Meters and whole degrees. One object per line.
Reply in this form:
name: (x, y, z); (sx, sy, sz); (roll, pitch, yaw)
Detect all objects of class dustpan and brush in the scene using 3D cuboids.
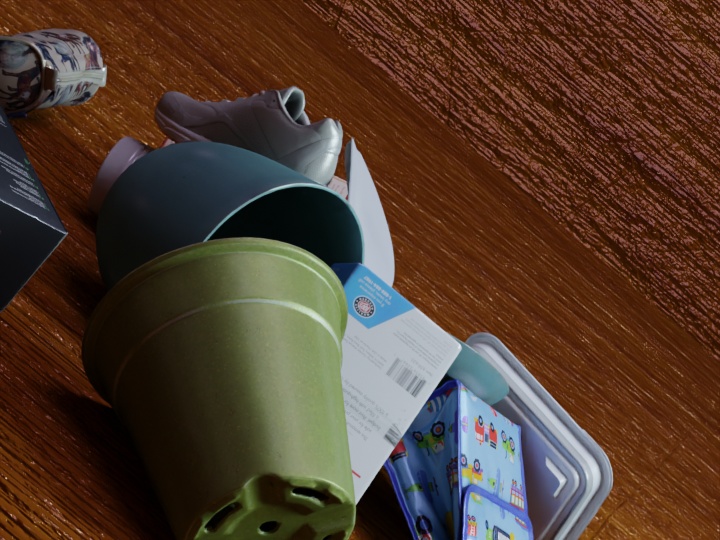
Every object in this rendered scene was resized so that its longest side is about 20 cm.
dustpan and brush: (0.000, 0.000, 1.839); (0.140, 0.057, 0.200); (-86, 157, -47)

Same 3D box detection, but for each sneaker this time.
sneaker: (-0.092, -0.128, 1.821); (0.200, 0.092, 0.076); (28, 8, 29)

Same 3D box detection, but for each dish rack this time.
dish rack: (0.125, 0.176, 1.894); (0.043, 0.172, 0.200); (-16, 55, -43)

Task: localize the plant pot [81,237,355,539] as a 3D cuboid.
plant pot: (-0.084, 0.114, 1.457); (0.200, 0.200, 0.190); (30, 30, -41)

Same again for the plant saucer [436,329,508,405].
plant saucer: (0.034, 0.074, 1.806); (0.200, 0.027, 0.200); (24, -15, 7)

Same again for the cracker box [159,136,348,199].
cracker box: (-0.092, -0.060, 1.956); (0.200, 0.058, 0.134); (24, -28, 8)

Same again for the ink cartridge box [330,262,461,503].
ink cartridge box: (-0.026, 0.106, 1.649); (0.116, 0.200, 0.067); (40, -13, -17)

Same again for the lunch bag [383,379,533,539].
lunch bag: (0.088, 0.215, 1.751); (0.151, 0.094, 0.200); (38, 37, -59)

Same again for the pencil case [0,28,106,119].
pencil case: (-0.305, -0.189, 1.971); (0.089, 0.078, 0.200); (22, 11, 6)

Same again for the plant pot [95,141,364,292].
plant pot: (-0.123, -0.014, 1.702); (0.161, 0.201, 0.200); (35, 6, 40)

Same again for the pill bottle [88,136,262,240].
pill bottle: (-0.140, -0.042, 1.855); (0.200, 0.109, 0.109); (27, 11, 8)

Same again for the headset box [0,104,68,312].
headset box: (-0.327, -0.075, 1.506); (0.174, 0.093, 0.200); (30, 18, -43)
